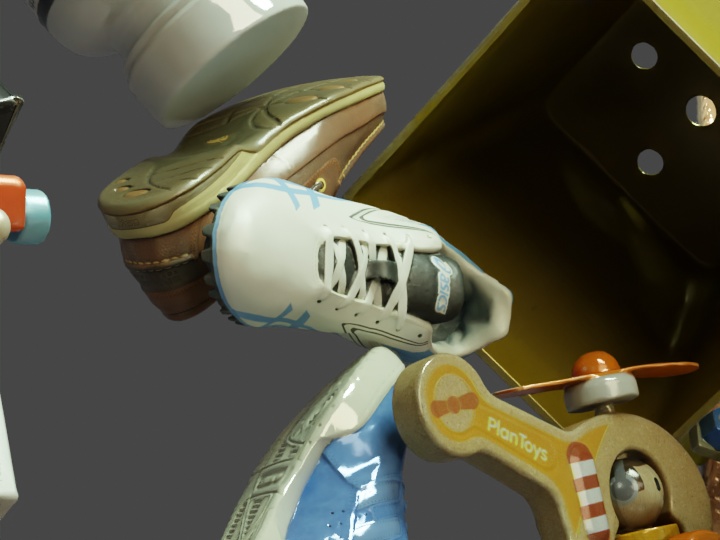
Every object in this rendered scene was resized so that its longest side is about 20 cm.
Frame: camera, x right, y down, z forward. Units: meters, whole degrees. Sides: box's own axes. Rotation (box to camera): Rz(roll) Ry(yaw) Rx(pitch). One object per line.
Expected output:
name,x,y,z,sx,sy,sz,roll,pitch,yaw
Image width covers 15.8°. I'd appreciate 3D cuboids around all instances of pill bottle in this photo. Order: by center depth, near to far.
pill bottle,-0.119,-0.173,1.233,0.200,0.120,0.119,51,44,8

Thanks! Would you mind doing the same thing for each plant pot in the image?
plant pot,0.146,-0.054,1.291,0.200,0.200,0.176,44,32,1

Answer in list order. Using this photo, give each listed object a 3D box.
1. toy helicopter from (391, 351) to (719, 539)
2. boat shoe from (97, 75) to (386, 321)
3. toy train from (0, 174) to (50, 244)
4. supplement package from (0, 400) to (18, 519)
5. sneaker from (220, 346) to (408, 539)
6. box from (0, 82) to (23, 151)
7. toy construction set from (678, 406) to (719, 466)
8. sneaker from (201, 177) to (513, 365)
toy helicopter,0.092,0.082,1.167,0.200,0.079,0.133,30,58,-35
boat shoe,-0.049,-0.039,1.226,0.200,0.072,0.068,-38,117,-50
toy train,-0.232,-0.041,1.032,0.199,0.150,0.056,2,91,-30
supplement package,-0.247,0.059,0.967,0.199,0.110,0.114,6,54,-32
sneaker,0.002,0.127,1.120,0.111,0.077,0.200,40,38,-9
box,-0.256,-0.097,0.934,0.199,0.050,0.198,-10,45,-46
toy construction set,0.267,0.114,1.317,0.199,0.092,0.132,-11,64,-29
sneaker,0.000,0.000,1.173,0.200,0.072,0.072,16,74,-55
